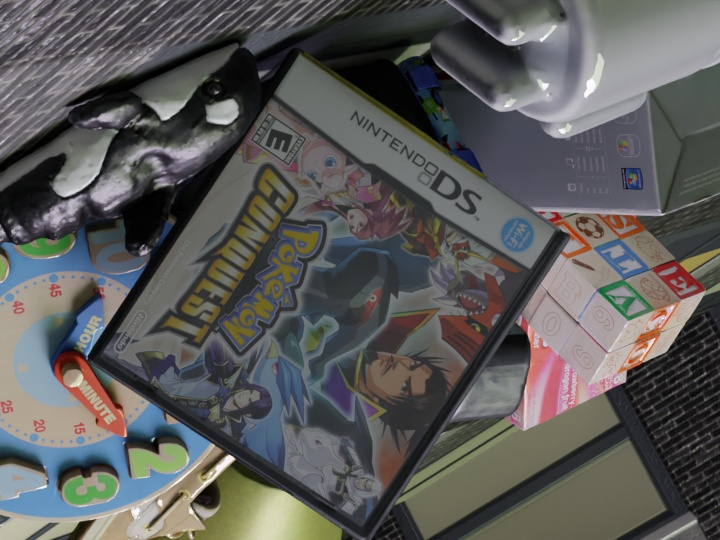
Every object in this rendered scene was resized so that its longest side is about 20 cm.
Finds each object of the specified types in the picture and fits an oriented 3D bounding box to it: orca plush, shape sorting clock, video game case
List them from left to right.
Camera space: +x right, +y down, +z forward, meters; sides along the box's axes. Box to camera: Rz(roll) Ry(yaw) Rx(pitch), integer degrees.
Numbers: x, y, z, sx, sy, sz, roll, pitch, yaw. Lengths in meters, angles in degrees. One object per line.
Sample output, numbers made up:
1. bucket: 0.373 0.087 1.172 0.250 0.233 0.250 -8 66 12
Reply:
1. shape sorting clock: -0.159 0.049 1.475 0.200 0.200 0.039 -27 -152 -3
2. orca plush: -0.132 -0.039 1.383 0.200 0.071 0.105 -26 170 -14
3. video game case: -0.016 0.014 1.450 0.200 0.180 0.026 -56 -171 -1

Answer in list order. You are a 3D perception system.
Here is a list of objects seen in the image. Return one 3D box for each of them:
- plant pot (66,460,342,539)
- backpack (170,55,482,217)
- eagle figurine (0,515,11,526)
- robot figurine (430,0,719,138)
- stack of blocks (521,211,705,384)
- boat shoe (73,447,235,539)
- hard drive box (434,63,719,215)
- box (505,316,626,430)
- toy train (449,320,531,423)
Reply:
1. plant pot: -0.088 0.166 1.793 0.187 0.187 0.200 -21 151 -37
2. backpack: 0.000 0.000 1.566 0.134 0.200 0.183 -20 167 -38
3. eagle figurine: -0.247 0.127 1.714 0.151 0.151 0.200 -57 159 -29
4. robot figurine: 0.132 -0.148 1.425 0.200 0.113 0.170 -21 138 -31
5. stack of blocks: 0.107 -0.022 1.724 0.115 0.200 0.059 -19 148 -45
6. boat shoe: -0.115 0.129 1.653 0.200 0.066 0.074 -51 -169 37
7. hard drive box: 0.142 -0.087 1.620 0.200 0.077 0.156 2 -165 43
8. box: 0.125 -0.005 1.900 0.102 0.095 0.201 -22 130 -30
9. toy train: 0.011 0.049 1.703 0.199 0.114 0.085 -2 118 -31
